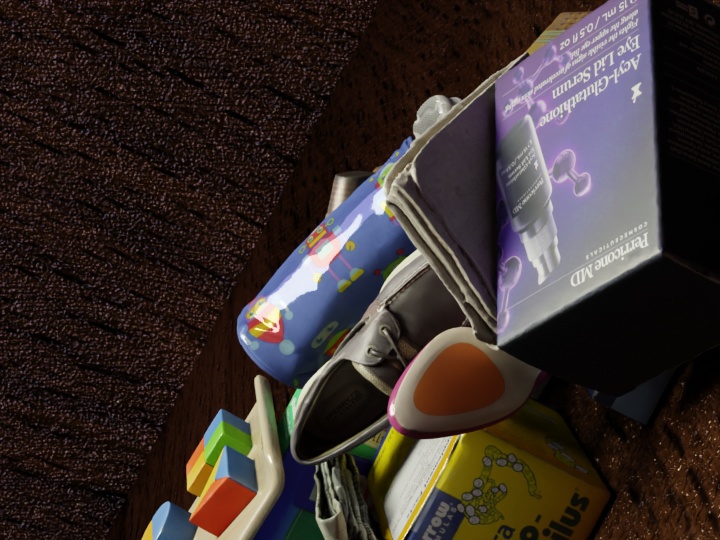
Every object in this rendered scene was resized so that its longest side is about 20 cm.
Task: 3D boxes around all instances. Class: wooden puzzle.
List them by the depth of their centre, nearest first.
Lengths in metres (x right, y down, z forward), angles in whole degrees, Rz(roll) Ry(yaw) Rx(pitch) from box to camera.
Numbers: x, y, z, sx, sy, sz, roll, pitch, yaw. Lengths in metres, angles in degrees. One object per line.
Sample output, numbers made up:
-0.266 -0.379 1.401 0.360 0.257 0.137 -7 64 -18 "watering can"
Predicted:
-0.117 0.186 1.604 0.201 0.046 0.185 -63 13 12 "wooden puzzle"

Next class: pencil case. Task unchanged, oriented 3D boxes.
0.000 0.000 1.557 0.200 0.087 0.078 -46 41 12 "pencil case"

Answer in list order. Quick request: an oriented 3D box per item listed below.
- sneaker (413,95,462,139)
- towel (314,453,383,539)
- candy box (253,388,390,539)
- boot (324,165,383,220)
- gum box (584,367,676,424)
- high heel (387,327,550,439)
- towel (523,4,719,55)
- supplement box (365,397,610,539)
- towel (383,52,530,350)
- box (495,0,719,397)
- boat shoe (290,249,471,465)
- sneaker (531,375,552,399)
0.099 -0.034 1.619 0.075 0.082 0.201 155 109 -64 "sneaker"
0.018 0.216 1.490 0.034 0.201 0.193 -23 13 3 "towel"
-0.009 0.200 1.631 0.201 0.168 0.077 -63 15 11 "candy box"
0.034 -0.006 1.682 0.070 0.199 0.147 9 103 45 "boot"
0.192 -0.007 1.459 0.171 0.044 0.200 -63 9 9 "gum box"
0.072 0.066 1.397 0.200 0.067 0.096 -37 -3 -41 "high heel"
0.164 -0.135 1.582 0.146 0.022 0.200 3 35 35 "towel"
0.081 0.144 1.476 0.109 0.109 0.200 -62 9 9 "supplement box"
0.095 -0.046 1.387 0.034 0.133 0.200 -29 9 41 "towel"
0.165 -0.049 1.317 0.148 0.104 0.201 -34 44 44 "box"
0.020 0.059 1.436 0.200 0.072 0.065 -46 11 31 "boat shoe"
0.096 0.062 1.679 0.073 0.084 0.200 -65 11 -18 "sneaker"
